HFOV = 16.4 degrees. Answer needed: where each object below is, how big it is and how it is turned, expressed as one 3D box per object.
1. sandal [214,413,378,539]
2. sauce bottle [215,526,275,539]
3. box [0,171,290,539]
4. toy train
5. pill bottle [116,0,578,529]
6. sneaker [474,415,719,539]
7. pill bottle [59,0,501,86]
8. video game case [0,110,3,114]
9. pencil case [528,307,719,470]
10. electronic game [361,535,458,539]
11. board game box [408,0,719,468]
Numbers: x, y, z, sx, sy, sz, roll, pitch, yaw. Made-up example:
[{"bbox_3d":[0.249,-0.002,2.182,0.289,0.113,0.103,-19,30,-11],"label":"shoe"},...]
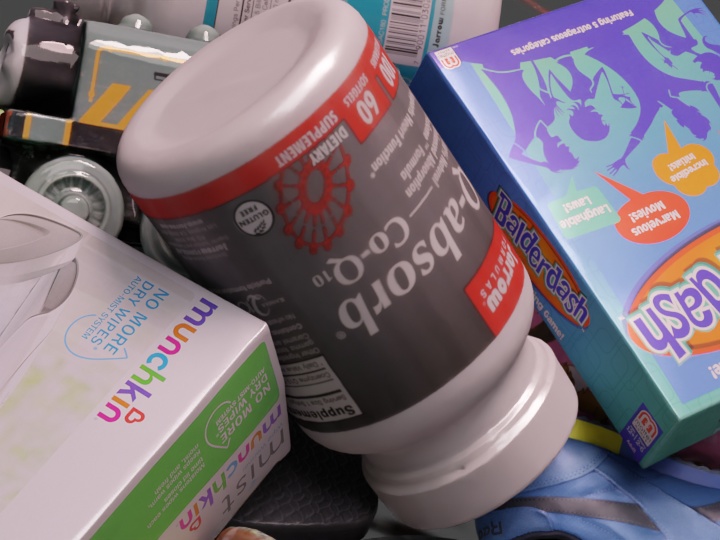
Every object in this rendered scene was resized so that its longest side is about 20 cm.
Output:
[{"bbox_3d":[-0.091,0.090,1.072,0.198,0.043,0.076,5,43,0],"label":"sandal"},{"bbox_3d":[-0.085,0.190,0.954,0.065,0.065,0.200,33,67,11],"label":"sauce bottle"},{"bbox_3d":[-0.156,0.078,0.983,0.176,0.097,0.200,29,60,25],"label":"box"},{"bbox_3d":[-0.072,-0.051,1.101,0.198,0.085,0.115,10,88,-10],"label":"toy train"},{"bbox_3d":[0.000,0.000,1.013,0.200,0.115,0.116,55,47,-24],"label":"pill bottle"},{"bbox_3d":[0.146,0.125,1.096,0.199,0.066,0.079,16,61,-2],"label":"sneaker"},{"bbox_3d":[-0.039,-0.131,1.176,0.198,0.111,0.111,9,51,-10],"label":"pill bottle"},{"bbox_3d":[-0.102,-0.048,1.181,0.182,0.022,0.200,35,52,11],"label":"video game case"},{"bbox_3d":[0.115,0.039,1.135,0.198,0.087,0.083,15,44,-4],"label":"pencil case"},{"bbox_3d":[0.025,0.199,1.013,0.198,0.042,0.201,3,57,-5],"label":"electronic game"},{"bbox_3d":[0.133,-0.028,1.103,0.151,0.045,0.201,-21,67,-31],"label":"board game box"}]
